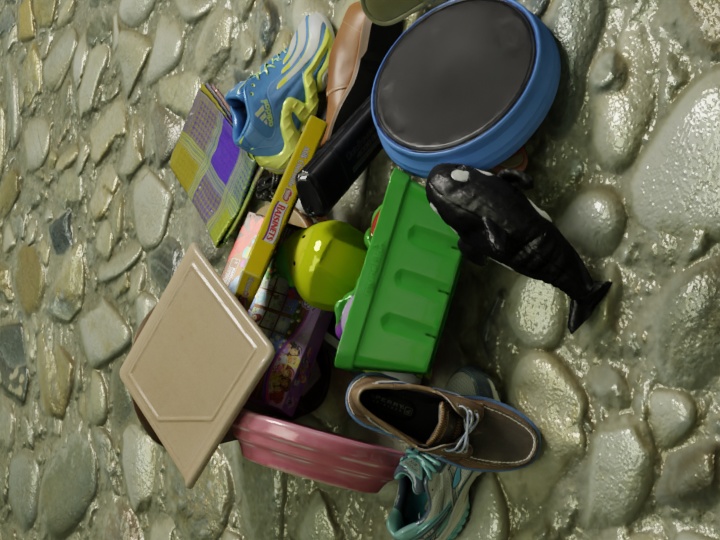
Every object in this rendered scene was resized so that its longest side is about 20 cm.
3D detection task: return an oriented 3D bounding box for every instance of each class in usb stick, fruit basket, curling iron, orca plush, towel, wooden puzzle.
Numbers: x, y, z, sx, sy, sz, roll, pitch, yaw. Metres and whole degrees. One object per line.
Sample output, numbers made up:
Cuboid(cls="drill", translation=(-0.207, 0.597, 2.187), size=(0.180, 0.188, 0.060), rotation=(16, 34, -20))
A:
Cuboid(cls="usb stick", translation=(-0.011, -0.126, 1.195), size=(0.032, 0.200, 0.056), rotation=(-5, 121, 34))
Cuboid(cls="fruit basket", translation=(0.000, 0.000, 1.156), size=(0.212, 0.156, 0.220), rotation=(-1, 83, 5))
Cuboid(cls="curling iron", translation=(-0.069, -0.146, 1.373), size=(0.200, 0.025, 0.050), rotation=(-44, 37, 37))
Cuboid(cls="orca plush", translation=(0.134, -0.018, 1.041), size=(0.105, 0.071, 0.201), rotation=(-37, 94, 34))
Cuboid(cls="towel", translation=(-0.197, -0.142, 1.512), size=(0.145, 0.023, 0.201), rotation=(-59, 44, 27))
Cuboid(cls="wooden puzzle", translation=(-0.175, 0.100, 1.212), size=(0.186, 0.037, 0.200), rotation=(-57, 48, 20))

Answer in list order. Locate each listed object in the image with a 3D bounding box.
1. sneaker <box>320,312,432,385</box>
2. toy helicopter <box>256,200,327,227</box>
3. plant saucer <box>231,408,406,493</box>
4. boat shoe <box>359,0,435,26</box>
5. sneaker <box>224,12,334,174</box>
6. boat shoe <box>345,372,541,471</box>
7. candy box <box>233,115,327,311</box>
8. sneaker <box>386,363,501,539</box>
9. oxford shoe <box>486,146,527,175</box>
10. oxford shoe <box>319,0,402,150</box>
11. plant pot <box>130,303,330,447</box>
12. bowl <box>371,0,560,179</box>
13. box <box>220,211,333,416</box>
Cuboid(cls="sneaker", translation=(0.012, 0.075, 1.263), size=(0.083, 0.072, 0.200), rotation=(-51, 50, 3))
Cuboid(cls="toy helicopter", translation=(-0.054, -0.033, 1.338), size=(0.198, 0.078, 0.134), rotation=(17, 92, 36))
Cuboid(cls="plant saucer", translation=(-0.048, 0.194, 1.205), size=(0.199, 0.199, 0.052), rotation=(6, 78, 48))
Cuboid(cls="boat shoe", translation=(0.091, -0.320, 1.166), size=(0.197, 0.075, 0.069), rotation=(-14, 34, 27))
Cuboid(cls="sneaker", translation=(-0.097, -0.221, 1.330), size=(0.075, 0.104, 0.203), rotation=(-2, 73, 54))
Cuboid(cls="boat shoe", translation=(0.080, 0.151, 1.084), size=(0.072, 0.197, 0.073), rotation=(105, 178, -87))
Cuboid(cls="candy box", translation=(-0.088, -0.061, 1.221), size=(0.102, 0.026, 0.202), rotation=(126, 167, -64))
Cuboid(cls="sneaker", translation=(0.083, 0.192, 1.147), size=(0.077, 0.085, 0.203), rotation=(29, 109, 45))
Cuboid(cls="oxford shoe", translation=(0.099, -0.131, 1.172), size=(0.200, 0.070, 0.075), rotation=(43, 141, 43))
Cuboid(cls="oxford shoe", translation=(-0.011, -0.206, 1.282), size=(0.071, 0.071, 0.203), rotation=(18, 92, 41))
Cuboid(cls="plant pot", translation=(-0.142, 0.121, 1.352), size=(0.197, 0.186, 0.190), rotation=(-5, 85, 32))
Cuboid(cls="bowl", translation=(0.098, -0.185, 1.115), size=(0.198, 0.039, 0.203), rotation=(-17, 56, 26))
Cuboid(cls="box", translation=(-0.102, 0.045, 1.263), size=(0.135, 0.039, 0.203), rotation=(16, 75, 23))
